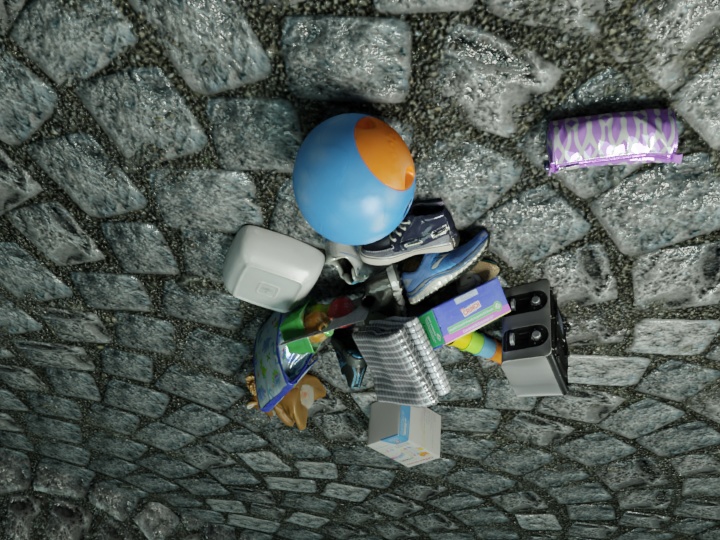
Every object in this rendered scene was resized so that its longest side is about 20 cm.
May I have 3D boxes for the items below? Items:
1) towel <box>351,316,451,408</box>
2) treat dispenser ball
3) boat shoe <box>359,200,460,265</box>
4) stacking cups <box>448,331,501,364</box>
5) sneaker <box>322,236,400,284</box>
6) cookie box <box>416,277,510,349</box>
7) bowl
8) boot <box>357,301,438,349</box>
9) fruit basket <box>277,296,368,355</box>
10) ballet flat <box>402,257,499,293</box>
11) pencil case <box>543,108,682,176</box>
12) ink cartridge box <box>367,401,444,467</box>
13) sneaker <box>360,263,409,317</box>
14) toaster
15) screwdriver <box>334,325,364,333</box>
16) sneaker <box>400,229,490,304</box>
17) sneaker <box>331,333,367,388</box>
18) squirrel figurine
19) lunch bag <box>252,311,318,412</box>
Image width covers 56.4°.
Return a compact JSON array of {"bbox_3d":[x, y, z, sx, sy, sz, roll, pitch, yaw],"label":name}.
[{"bbox_3d":[0.071,0.179,1.317,0.168,0.085,0.199,61,153,-9],"label":"towel"},{"bbox_3d":[-0.010,-0.143,1.064,0.195,0.205,0.203,5,143,4],"label":"treat dispenser ball"},{"bbox_3d":[0.082,-0.076,1.255,0.194,0.076,0.094,-12,132,14],"label":"boat shoe"},{"bbox_3d":[0.287,0.171,1.550,0.196,0.062,0.060,21,142,-25],"label":"stacking cups"},{"bbox_3d":[0.000,0.000,1.345,0.197,0.088,0.074,29,136,-29],"label":"sneaker"},{"bbox_3d":[0.178,0.103,1.348,0.168,0.077,0.200,-22,171,-25],"label":"cookie box"},{"bbox_3d":[-0.188,0.012,1.406,0.195,0.076,0.200,19,142,-17],"label":"bowl"},{"bbox_3d":[0.094,0.138,1.468,0.194,0.133,0.068,4,144,5],"label":"boot"},{"bbox_3d":[-0.063,0.108,1.409,0.195,0.185,0.096,-13,102,13],"label":"fruit basket"},{"bbox_3d":[0.181,0.016,1.350,0.194,0.067,0.071,0,142,9],"label":"ballet flat"},{"bbox_3d":[0.379,-0.195,1.026,0.194,0.087,0.085,-6,143,16],"label":"pencil case"},{"bbox_3d":[0.133,0.451,1.873,0.198,0.128,0.127,34,136,-30],"label":"ink cartridge box"},{"bbox_3d":[0.045,0.058,1.344,0.088,0.068,0.201,-18,150,0],"label":"sneaker"},{"bbox_3d":[0.367,0.150,1.400,0.116,0.184,0.201,-9,140,26],"label":"toaster"},{"bbox_3d":[0.000,0.127,1.565,0.194,0.030,0.028,-7,141,12],"label":"screwdriver"},{"bbox_3d":[0.159,-0.022,1.281,0.198,0.090,0.078,-34,170,11],"label":"sneaker"},{"bbox_3d":[-0.031,0.200,1.537,0.071,0.200,0.084,5,101,-11],"label":"sneaker"},{"bbox_3d":[-0.224,0.316,1.784,0.183,0.143,0.203,-6,128,34],"label":"squirrel figurine"},{"bbox_3d":[-0.176,0.204,1.545,0.125,0.204,0.170,21,141,-18],"label":"lunch bag"}]
